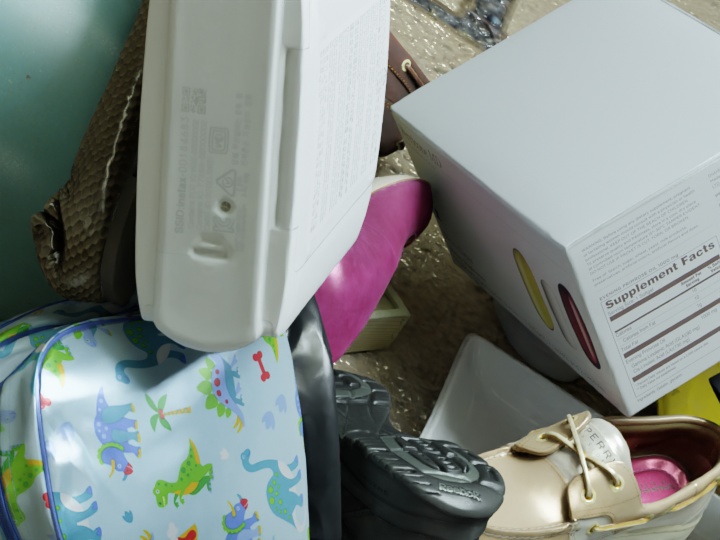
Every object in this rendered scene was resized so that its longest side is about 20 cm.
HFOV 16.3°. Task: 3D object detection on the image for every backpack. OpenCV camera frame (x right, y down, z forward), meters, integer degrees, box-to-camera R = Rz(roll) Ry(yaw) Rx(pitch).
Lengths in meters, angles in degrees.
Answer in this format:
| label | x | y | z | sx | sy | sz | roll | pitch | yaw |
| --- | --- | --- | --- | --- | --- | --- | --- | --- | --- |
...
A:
| label | x | y | z | sx | sy | sz | roll | pitch | yaw |
| --- | --- | --- | --- | --- | --- | --- | --- | --- | --- |
| backpack | -0.102 | 0.079 | 1.058 | 0.199 | 0.154 | 0.164 | -2 | 88 | -27 |

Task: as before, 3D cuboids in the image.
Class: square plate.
| label | x | y | z | sx | sy | sz | roll | pitch | yaw |
| --- | --- | --- | --- | --- | --- | --- | --- | --- | --- |
| square plate | 0.109 | 0.139 | 1.278 | 0.200 | 0.028 | 0.198 | 34 | 32 | -2 |

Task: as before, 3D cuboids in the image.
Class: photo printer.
| label | x | y | z | sx | sy | sz | roll | pitch | yaw |
| --- | --- | --- | --- | --- | --- | --- | --- | --- | --- |
| photo printer | -0.036 | -0.073 | 1.053 | 0.069 | 0.167 | 0.200 | 7 | 18 | 10 |

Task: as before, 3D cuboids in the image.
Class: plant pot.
| label | x | y | z | sx | sy | sz | roll | pitch | yaw |
| --- | --- | --- | --- | --- | --- | --- | --- | --- | --- |
| plant pot | -0.154 | -0.069 | 1.161 | 0.161 | 0.201 | 0.201 | 41 | 32 | -6 |

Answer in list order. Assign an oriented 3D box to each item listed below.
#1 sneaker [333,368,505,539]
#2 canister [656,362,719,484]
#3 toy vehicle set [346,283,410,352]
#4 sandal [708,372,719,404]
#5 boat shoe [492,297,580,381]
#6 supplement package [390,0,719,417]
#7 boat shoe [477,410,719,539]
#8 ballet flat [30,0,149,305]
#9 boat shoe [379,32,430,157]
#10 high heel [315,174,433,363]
| label | x | y | z | sx | sy | sz | roll | pitch | yaw |
| --- | --- | --- | --- | --- | --- | --- | --- | --- | --- |
| sneaker | -0.011 | 0.102 | 1.165 | 0.076 | 0.091 | 0.200 | 6 | 16 | -28 |
| canister | 0.204 | 0.005 | 1.431 | 0.086 | 0.149 | 0.200 | -1 | 38 | 4 |
| toy vehicle set | -0.072 | -0.036 | 1.338 | 0.124 | 0.027 | 0.200 | -3 | 48 | -44 |
| sandal | 0.226 | 0.137 | 1.320 | 0.201 | 0.043 | 0.076 | 59 | 3 | -18 |
| boat shoe | 0.123 | -0.019 | 1.457 | 0.073 | 0.067 | 0.200 | 26 | 33 | -13 |
| supplement package | 0.136 | -0.045 | 1.300 | 0.200 | 0.155 | 0.111 | 43 | -20 | 56 |
| boat shoe | 0.108 | 0.100 | 1.235 | 0.200 | 0.069 | 0.074 | -5 | 49 | -46 |
| ballet flat | -0.095 | -0.077 | 1.061 | 0.046 | 0.067 | 0.201 | 10 | 66 | 13 |
| boat shoe | -0.021 | -0.151 | 1.409 | 0.200 | 0.070 | 0.070 | 58 | -5 | -31 |
| high heel | 0.000 | 0.000 | 1.280 | 0.200 | 0.067 | 0.096 | 7 | 75 | -78 |
